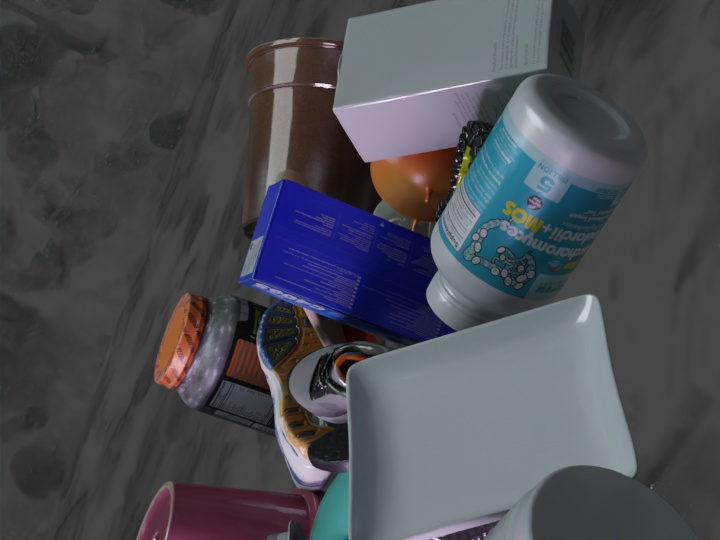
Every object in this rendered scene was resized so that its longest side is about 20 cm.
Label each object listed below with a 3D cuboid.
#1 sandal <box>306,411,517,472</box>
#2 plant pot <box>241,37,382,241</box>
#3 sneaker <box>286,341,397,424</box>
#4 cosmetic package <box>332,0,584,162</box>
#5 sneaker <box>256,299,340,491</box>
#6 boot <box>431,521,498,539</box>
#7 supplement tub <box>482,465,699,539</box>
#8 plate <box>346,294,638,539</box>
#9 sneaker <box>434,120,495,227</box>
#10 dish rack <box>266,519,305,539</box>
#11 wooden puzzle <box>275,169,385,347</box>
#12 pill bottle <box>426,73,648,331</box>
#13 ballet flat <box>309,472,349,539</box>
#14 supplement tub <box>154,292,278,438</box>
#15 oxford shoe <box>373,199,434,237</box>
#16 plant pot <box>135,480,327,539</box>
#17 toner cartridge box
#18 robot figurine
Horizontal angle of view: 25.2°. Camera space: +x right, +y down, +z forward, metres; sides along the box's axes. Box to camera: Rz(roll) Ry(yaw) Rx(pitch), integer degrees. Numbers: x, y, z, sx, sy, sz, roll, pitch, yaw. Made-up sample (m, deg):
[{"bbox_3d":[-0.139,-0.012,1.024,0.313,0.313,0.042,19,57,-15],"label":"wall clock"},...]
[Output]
[{"bbox_3d":[0.053,0.132,1.210,0.200,0.048,0.075,-13,17,21],"label":"sandal"},{"bbox_3d":[-0.041,-0.125,1.772,0.200,0.200,0.199,150,130,-65],"label":"plant pot"},{"bbox_3d":[-0.008,0.087,1.358,0.200,0.079,0.074,-4,65,56],"label":"sneaker"},{"bbox_3d":[0.084,-0.172,1.388,0.199,0.081,0.113,-8,52,25],"label":"cosmetic package"},{"bbox_3d":[-0.062,0.118,1.534,0.088,0.075,0.200,99,167,-46],"label":"sneaker"},{"bbox_3d":[0.068,0.160,1.258,0.200,0.077,0.139,-33,27,51],"label":"boot"},{"bbox_3d":[0.103,0.222,0.945,0.200,0.132,0.132,-55,21,39],"label":"supplement tub"},{"bbox_3d":[0.088,0.111,1.132,0.199,0.032,0.200,-18,35,11],"label":"plate"},{"bbox_3d":[0.113,-0.040,1.352,0.200,0.085,0.078,107,161,-50],"label":"sneaker"},{"bbox_3d":[-0.051,0.323,1.310,0.200,0.043,0.172,-91,-14,-55],"label":"dish rack"},{"bbox_3d":[-0.017,0.019,1.542,0.046,0.200,0.185,-22,34,15],"label":"wooden puzzle"},{"bbox_3d":[0.126,-0.042,1.233,0.111,0.111,0.200,-93,28,-55],"label":"pill bottle"},{"bbox_3d":[0.024,0.171,1.391,0.069,0.063,0.200,27,92,51],"label":"ballet flat"},{"bbox_3d":[-0.099,0.100,1.632,0.123,0.200,0.123,-58,19,33],"label":"supplement tub"},{"bbox_3d":[0.032,-0.023,1.576,0.075,0.058,0.200,-35,28,21],"label":"oxford shoe"},{"bbox_3d":[-0.116,0.284,1.499,0.200,0.179,0.201,-160,90,-73],"label":"plant pot"},{"bbox_3d":[0.000,0.000,1.425,0.043,0.200,0.095,-13,57,67],"label":"toner cartridge box"},{"bbox_3d":[0.073,-0.130,1.508,0.144,0.117,0.201,-10,55,37],"label":"robot figurine"}]
